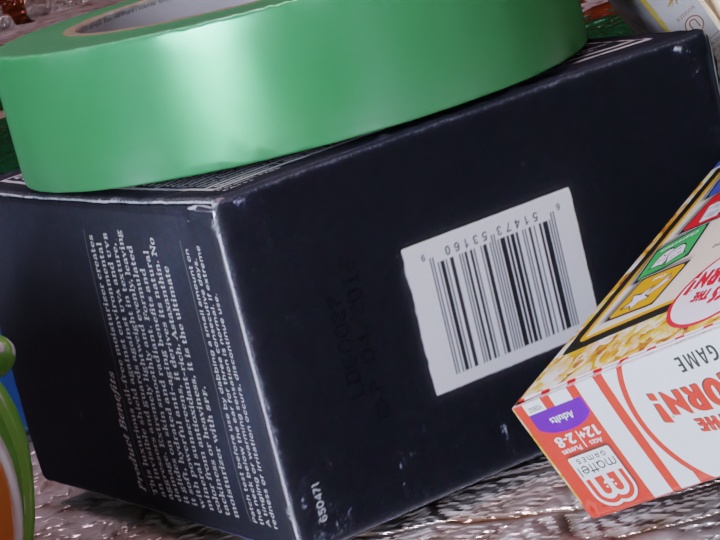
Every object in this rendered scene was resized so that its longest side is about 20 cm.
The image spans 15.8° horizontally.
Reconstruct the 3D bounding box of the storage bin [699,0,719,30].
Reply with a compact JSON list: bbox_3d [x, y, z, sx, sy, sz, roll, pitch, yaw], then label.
[{"bbox_3d":[0.197,-0.156,0.832,0.200,0.094,0.199,-31,15,18],"label":"storage bin"}]

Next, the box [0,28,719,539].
[{"bbox_3d":[0.000,0.000,0.906,0.200,0.124,0.198,-20,14,-28],"label":"box"}]

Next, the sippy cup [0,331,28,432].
[{"bbox_3d":[-0.179,0.012,1.093,0.130,0.140,0.178,10,49,41],"label":"sippy cup"}]

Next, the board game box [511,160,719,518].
[{"bbox_3d":[0.153,-0.018,0.777,0.151,0.046,0.200,-25,15,47],"label":"board game box"}]

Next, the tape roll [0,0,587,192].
[{"bbox_3d":[-0.024,-0.077,0.883,0.200,0.048,0.200,-14,12,3],"label":"tape roll"}]

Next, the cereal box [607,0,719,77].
[{"bbox_3d":[0.129,-0.091,0.974,0.040,0.200,0.144,-41,20,5],"label":"cereal box"}]

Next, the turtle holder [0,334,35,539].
[{"bbox_3d":[-0.186,0.063,0.721,0.185,0.141,0.132,30,11,-2],"label":"turtle holder"}]
